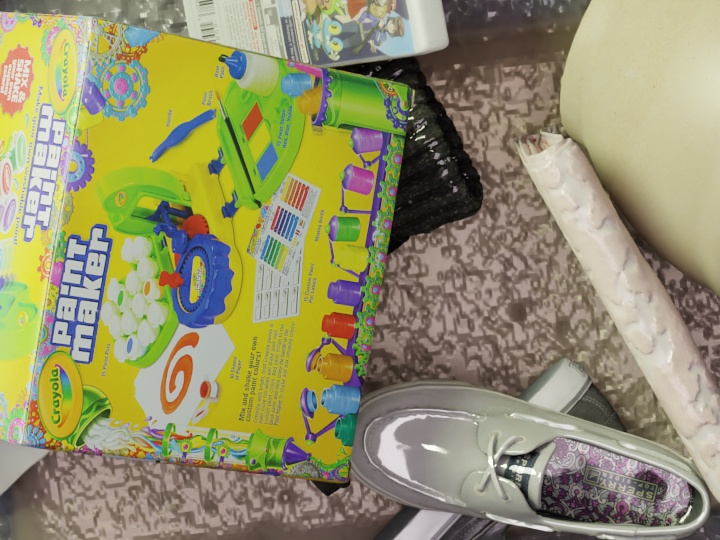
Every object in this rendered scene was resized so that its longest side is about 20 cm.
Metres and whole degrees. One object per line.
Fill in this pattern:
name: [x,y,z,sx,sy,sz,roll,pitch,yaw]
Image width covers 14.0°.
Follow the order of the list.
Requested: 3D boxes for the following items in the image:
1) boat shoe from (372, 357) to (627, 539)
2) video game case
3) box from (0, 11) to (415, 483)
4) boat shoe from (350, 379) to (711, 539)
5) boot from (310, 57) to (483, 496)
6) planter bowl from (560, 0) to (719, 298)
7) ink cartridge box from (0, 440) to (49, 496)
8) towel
boat shoe: [0.065,0.138,1.591,0.066,0.070,0.200,45,87,-2]
video game case: [-0.038,-0.203,1.514,0.023,0.182,0.201,-15,98,-42]
box: [-0.098,-0.011,1.432,0.192,0.122,0.201,10,90,-37]
boat shoe: [0.087,0.105,1.524,0.199,0.069,0.072,18,87,-5]
boot: [0.000,0.000,1.567,0.157,0.079,0.212,-23,95,3]
planter bowl: [0.188,-0.095,1.513,0.134,0.200,0.201,27,97,25]
ink cartridge box: [-0.244,0.060,1.592,0.160,0.047,0.200,45,93,-3]
towel: [0.142,0.016,1.511,0.032,0.191,0.201,-31,96,4]
